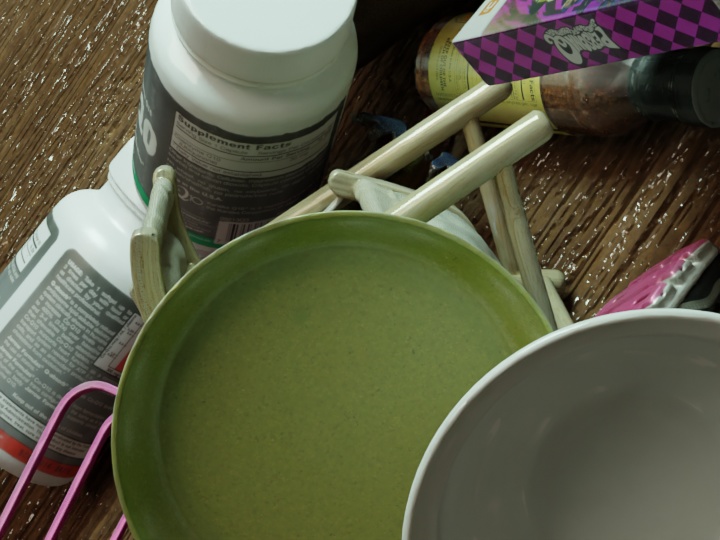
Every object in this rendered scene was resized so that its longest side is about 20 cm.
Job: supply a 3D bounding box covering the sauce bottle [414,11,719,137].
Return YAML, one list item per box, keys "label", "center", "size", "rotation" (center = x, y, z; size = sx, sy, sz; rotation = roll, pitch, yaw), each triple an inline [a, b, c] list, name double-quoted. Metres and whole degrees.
- label: "sauce bottle"
  center: [0.115, -0.103, 1.164]
  size: [0.200, 0.066, 0.066]
  rotation: [11, 75, 46]

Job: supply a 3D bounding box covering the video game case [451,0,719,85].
- label: "video game case"
  center: [0.153, -0.166, 1.000]
  size: [0.181, 0.036, 0.200]
  rotation: [-51, 21, -20]

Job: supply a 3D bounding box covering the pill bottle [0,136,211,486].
- label: "pill bottle"
  center: [-0.163, 0.024, 1.333]
  size: [0.200, 0.116, 0.116]
  rotation: [-50, 40, 11]

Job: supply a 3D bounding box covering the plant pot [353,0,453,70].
- label: "plant pot"
  center: [0.007, -0.220, 1.243]
  size: [0.198, 0.200, 0.201]
  rotation: [-40, 39, 50]

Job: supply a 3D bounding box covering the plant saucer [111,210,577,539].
- label: "plant saucer"
  center: [-0.007, 0.070, 0.937]
  size: [0.200, 0.200, 0.031]
  rotation: [-52, 12, 8]

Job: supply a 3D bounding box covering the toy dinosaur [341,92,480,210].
- label: "toy dinosaur"
  center: [0.008, 0.014, 1.220]
  size: [0.105, 0.200, 0.182]
  rotation: [28, 113, 14]

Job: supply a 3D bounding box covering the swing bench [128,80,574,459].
- label: "swing bench"
  center: [0.000, 0.000, 1.041]
  size: [0.199, 0.130, 0.199]
  rotation: [-16, 12, 2]

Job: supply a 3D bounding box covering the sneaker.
- label: "sneaker"
  center: [0.140, 0.073, 1.025]
  size: [0.074, 0.087, 0.200]
  rotation: [-40, 16, 51]

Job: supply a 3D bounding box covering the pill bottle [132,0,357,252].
- label: "pill bottle"
  center: [-0.063, -0.102, 1.193]
  size: [0.200, 0.113, 0.113]
  rotation: [110, 166, -59]

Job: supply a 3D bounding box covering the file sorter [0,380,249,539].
- label: "file sorter"
  center: [-0.076, 0.151, 1.072]
  size: [0.125, 0.200, 0.139]
  rotation: [23, 83, 32]

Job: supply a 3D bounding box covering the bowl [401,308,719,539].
- label: "bowl"
  center: [0.115, 0.100, 0.888]
  size: [0.201, 0.201, 0.090]
  rotation: [-50, 11, 11]
